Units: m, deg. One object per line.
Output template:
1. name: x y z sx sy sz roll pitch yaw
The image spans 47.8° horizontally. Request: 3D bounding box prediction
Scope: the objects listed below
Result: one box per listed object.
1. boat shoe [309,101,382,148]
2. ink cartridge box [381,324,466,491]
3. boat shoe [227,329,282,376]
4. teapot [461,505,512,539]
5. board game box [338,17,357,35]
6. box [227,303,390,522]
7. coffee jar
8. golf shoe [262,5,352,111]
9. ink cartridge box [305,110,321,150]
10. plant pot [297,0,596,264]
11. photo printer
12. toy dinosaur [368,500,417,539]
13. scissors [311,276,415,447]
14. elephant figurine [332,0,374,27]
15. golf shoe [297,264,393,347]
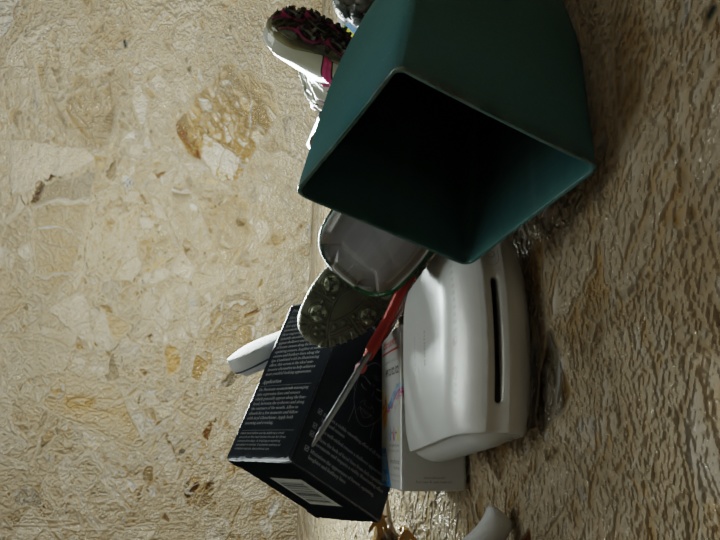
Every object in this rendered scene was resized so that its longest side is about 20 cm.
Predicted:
1. boat shoe: 0.016 -0.138 0.707 0.076 0.072 0.200 -55 6 21
2. ink cartridge box: 0.062 0.121 0.838 0.115 0.068 0.201 125 147 -75
3. boat shoe: -0.071 0.100 1.000 0.072 0.200 0.066 -15 93 44
4. teapot: 0.061 0.259 0.538 0.146 0.197 0.200 -48 47 16
5. board game box: 0.031 -0.272 0.998 0.153 0.040 0.200 52 154 22
6. box: -0.030 0.153 0.904 0.107 0.148 0.200 -10 47 42
7. coffee jar: 0.041 -0.052 0.710 0.104 0.085 0.200 -51 -3 22
8. golf shoe: -0.026 -0.190 0.795 0.092 0.200 0.073 -46 59 24
9. ink cartridge box: 0.007 -0.138 1.019 0.146 0.085 0.200 56 175 -4
10. plant pot: 0.062 -0.140 0.564 0.141 0.141 0.201 -41 33 53
11. photo printer: 0.085 0.069 0.678 0.200 0.069 0.167 117 154 -72
12. toy dinosaur: 0.033 0.335 1.025 0.106 0.060 0.201 100 169 -53
13. scissors: 0.007 0.086 0.783 0.200 0.014 0.073 -61 -7 -18
14. elephant figurine: 0.066 -0.317 0.789 0.141 0.155 0.201 -3 -59 -59
15. golf shoe: 0.000 0.000 0.856 0.200 0.078 0.097 -50 14 -19
